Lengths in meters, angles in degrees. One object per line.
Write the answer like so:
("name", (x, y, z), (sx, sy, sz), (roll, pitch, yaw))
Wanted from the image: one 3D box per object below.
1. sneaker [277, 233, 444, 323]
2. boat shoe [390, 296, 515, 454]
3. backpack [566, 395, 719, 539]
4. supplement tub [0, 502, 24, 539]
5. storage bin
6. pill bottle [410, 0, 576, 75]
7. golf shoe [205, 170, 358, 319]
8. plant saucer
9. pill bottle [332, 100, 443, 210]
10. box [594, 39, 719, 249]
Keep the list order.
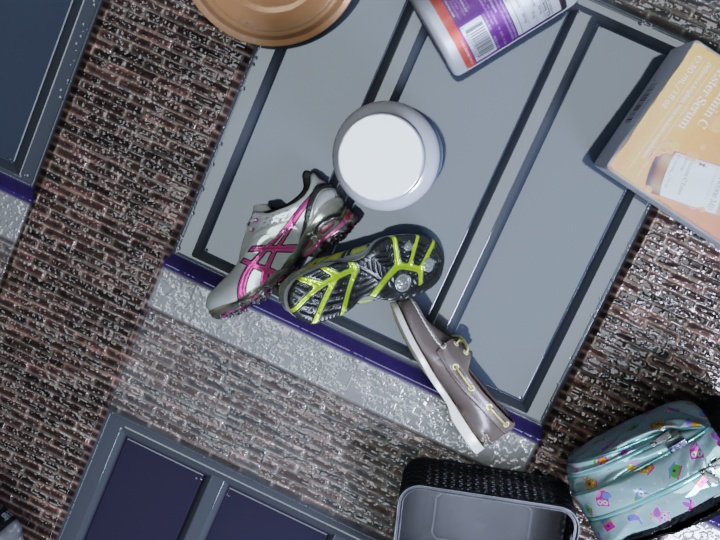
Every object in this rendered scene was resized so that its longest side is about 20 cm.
("sneaker", (0.000, 0.000, 1.028), (0.199, 0.076, 0.076), (-12, 104, -26))
("boat shoe", (0.102, 0.110, 1.053), (0.059, 0.072, 0.201), (-31, 97, 4))
("backpack", (0.327, 0.216, 1.010), (0.199, 0.167, 0.127), (-29, 74, 13))
("supplement tub", (-0.496, 0.306, 1.122), (0.123, 0.123, 0.200), (-44, 92, 10))
("storage bin", (0.138, 0.303, 1.064), (0.199, 0.094, 0.136), (8, 99, 6))
("pill bottle", (0.156, -0.300, 0.967), (0.199, 0.111, 0.112), (-30, 94, 9))
("golf shoe", (-0.103, -0.026, 1.059), (0.200, 0.073, 0.092), (-40, 88, 1))
("plant saucer", (-0.095, -0.335, 0.991), (0.199, 0.032, 0.201), (-2, 120, -3))
("pill bottle", (0.029, -0.118, 0.962), (0.108, 0.200, 0.110), (1, 98, 6))
("box", (0.373, -0.117, 0.970), (0.199, 0.106, 0.153), (33, 100, 1))
